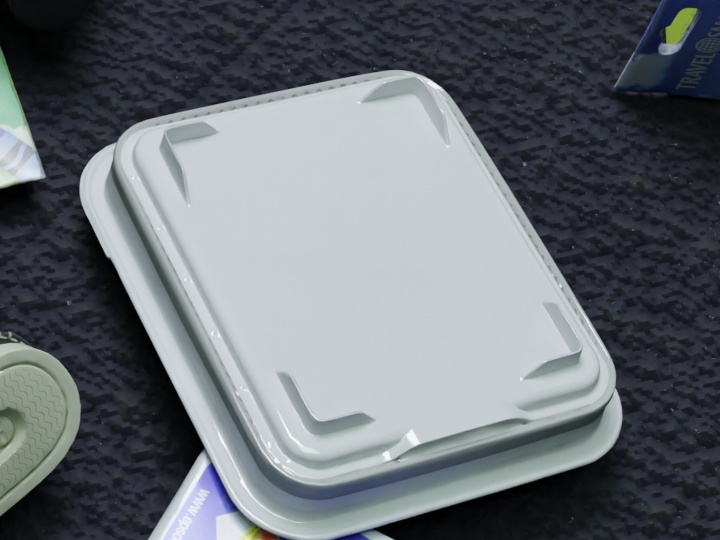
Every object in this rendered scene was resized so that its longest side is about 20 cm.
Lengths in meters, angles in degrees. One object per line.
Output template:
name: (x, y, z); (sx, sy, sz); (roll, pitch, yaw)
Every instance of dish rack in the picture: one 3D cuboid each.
dish rack: (0.000, 0.000, 0.991); (0.171, 0.044, 0.200); (-13, 57, -26)

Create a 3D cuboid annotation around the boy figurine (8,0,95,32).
boy figurine: (-0.124, -0.188, 1.072); (0.124, 0.064, 0.200); (31, 42, -23)

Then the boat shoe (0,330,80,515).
boat shoe: (-0.197, 0.089, 0.927); (0.200, 0.072, 0.068); (-36, 35, -18)

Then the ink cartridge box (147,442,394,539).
ink cartridge box: (-0.016, 0.189, 0.906); (0.200, 0.043, 0.198); (27, 59, 8)

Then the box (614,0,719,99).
box: (0.217, -0.111, 1.071); (0.199, 0.122, 0.048); (5, 64, -8)

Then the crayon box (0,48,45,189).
crayon box: (-0.233, -0.077, 0.989); (0.199, 0.052, 0.126); (-14, 65, -18)
